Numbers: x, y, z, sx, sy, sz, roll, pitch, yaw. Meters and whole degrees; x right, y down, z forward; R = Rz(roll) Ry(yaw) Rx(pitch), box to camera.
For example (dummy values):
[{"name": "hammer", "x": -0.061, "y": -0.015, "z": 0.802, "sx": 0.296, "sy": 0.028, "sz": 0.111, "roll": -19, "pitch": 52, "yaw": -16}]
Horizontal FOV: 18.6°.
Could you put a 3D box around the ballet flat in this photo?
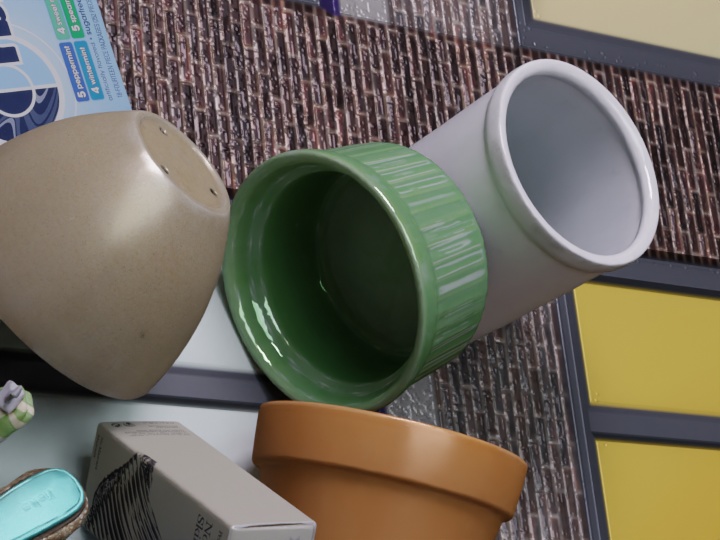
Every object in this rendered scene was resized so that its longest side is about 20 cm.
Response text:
[{"name": "ballet flat", "x": -0.265, "y": 0.193, "z": 1.446, "sx": 0.199, "sy": 0.065, "sz": 0.071, "roll": -20, "pitch": 64, "yaw": -38}]

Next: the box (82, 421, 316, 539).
[{"name": "box", "x": -0.112, "y": 0.170, "z": 1.476, "sx": 0.068, "sy": 0.200, "sz": 0.083, "roll": 3, "pitch": 103, "yaw": -33}]

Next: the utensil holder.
[{"name": "utensil holder", "x": 0.103, "y": -0.045, "z": 1.715, "sx": 0.169, "sy": 0.199, "sz": 0.171, "roll": 22, "pitch": 54, "yaw": -34}]

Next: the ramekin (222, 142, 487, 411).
[{"name": "ramekin", "x": 0.000, "y": 0.000, "z": 1.641, "sx": 0.097, "sy": 0.200, "sz": 0.201, "roll": -20, "pitch": 82, "yaw": -47}]

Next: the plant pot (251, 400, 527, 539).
[{"name": "plant pot", "x": 0.010, "y": 0.186, "z": 1.576, "sx": 0.199, "sy": 0.200, "sz": 0.141, "roll": 18, "pitch": 76, "yaw": -28}]

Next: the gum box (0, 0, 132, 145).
[{"name": "gum box", "x": -0.276, "y": -0.154, "z": 1.608, "sx": 0.199, "sy": 0.044, "sz": 0.171, "roll": -11, "pitch": 77, "yaw": -39}]

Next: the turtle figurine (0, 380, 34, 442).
[{"name": "turtle figurine", "x": -0.283, "y": 0.050, "z": 1.430, "sx": 0.142, "sy": 0.201, "sz": 0.195, "roll": -2, "pitch": 42, "yaw": -3}]

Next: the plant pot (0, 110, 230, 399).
[{"name": "plant pot", "x": -0.168, "y": -0.032, "z": 1.514, "sx": 0.200, "sy": 0.134, "sz": 0.201, "roll": 42, "pitch": 19, "yaw": -18}]
